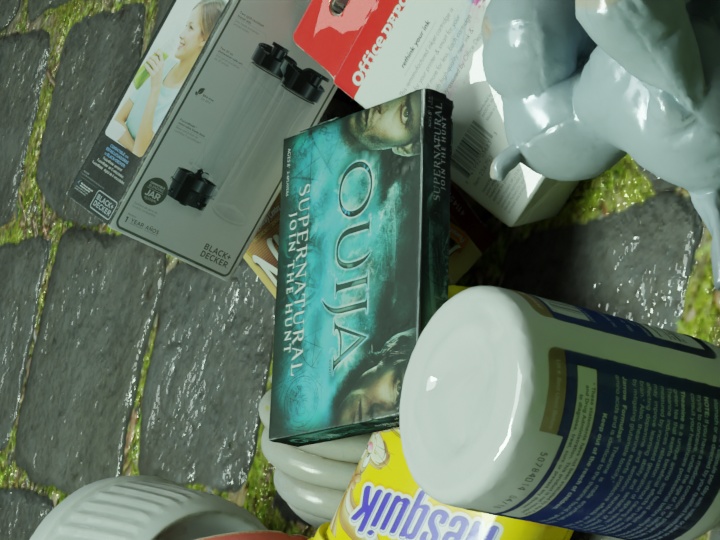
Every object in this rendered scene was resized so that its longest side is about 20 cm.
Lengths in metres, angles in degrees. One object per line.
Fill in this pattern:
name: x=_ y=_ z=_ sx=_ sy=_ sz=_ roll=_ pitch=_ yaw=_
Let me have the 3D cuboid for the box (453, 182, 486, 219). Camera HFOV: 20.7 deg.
box: x=0.093 y=-0.154 z=1.347 sx=0.200 sy=0.021 sz=0.164 roll=-58 pitch=35 yaw=26

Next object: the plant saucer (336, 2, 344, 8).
plant saucer: x=-0.075 y=-0.131 z=1.446 sx=0.200 sy=0.034 sz=0.200 roll=-36 pitch=32 yaw=27

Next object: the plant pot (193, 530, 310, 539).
plant pot: x=-0.075 y=0.272 z=1.249 sx=0.200 sy=0.200 sz=0.178 roll=-41 pitch=53 yaw=44

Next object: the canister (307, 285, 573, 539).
canister: x=0.066 y=0.127 z=1.185 sx=0.148 sy=0.086 sz=0.200 roll=34 pitch=106 yaw=37

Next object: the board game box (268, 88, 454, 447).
board game box: x=0.000 y=0.000 z=1.205 sx=0.135 sy=0.028 sz=0.200 roll=-16 pitch=66 yaw=46

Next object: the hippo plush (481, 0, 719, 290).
hippo plush: x=0.157 y=-0.110 z=1.094 sx=0.161 sy=0.159 sz=0.200 roll=-4 pitch=114 yaw=53

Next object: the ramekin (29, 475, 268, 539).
ramekin: x=-0.139 y=0.246 z=1.399 sx=0.105 sy=0.200 sz=0.201 roll=-5 pitch=73 yaw=49

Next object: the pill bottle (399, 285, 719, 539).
pill bottle: x=0.129 y=0.080 z=1.010 sx=0.111 sy=0.200 sz=0.111 roll=-31 pitch=52 yaw=50

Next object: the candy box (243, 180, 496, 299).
candy box: x=-0.010 y=-0.030 z=1.366 sx=0.055 sy=0.116 sz=0.200 roll=-45 pitch=14 yaw=-31

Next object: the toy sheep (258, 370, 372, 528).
toy sheep: x=-0.006 y=0.103 z=1.305 sx=0.138 sy=0.138 sz=0.200 roll=28 pitch=118 yaw=59

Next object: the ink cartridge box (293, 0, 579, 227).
ink cartridge box: x=0.065 y=-0.134 z=1.246 sx=0.200 sy=0.067 sz=0.116 roll=42 pitch=118 yaw=20

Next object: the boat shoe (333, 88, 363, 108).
boat shoe: x=-0.037 y=-0.171 z=1.532 sx=0.200 sy=0.060 sz=0.074 roll=41 pitch=110 yaw=57

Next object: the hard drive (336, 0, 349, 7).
hard drive: x=0.060 y=-0.246 z=1.281 sx=0.200 sy=0.132 sz=0.027 roll=-53 pitch=29 yaw=13

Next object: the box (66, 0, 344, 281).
box: x=-0.092 y=-0.107 z=1.306 sx=0.060 sy=0.117 sz=0.200 roll=34 pitch=96 yaw=46
